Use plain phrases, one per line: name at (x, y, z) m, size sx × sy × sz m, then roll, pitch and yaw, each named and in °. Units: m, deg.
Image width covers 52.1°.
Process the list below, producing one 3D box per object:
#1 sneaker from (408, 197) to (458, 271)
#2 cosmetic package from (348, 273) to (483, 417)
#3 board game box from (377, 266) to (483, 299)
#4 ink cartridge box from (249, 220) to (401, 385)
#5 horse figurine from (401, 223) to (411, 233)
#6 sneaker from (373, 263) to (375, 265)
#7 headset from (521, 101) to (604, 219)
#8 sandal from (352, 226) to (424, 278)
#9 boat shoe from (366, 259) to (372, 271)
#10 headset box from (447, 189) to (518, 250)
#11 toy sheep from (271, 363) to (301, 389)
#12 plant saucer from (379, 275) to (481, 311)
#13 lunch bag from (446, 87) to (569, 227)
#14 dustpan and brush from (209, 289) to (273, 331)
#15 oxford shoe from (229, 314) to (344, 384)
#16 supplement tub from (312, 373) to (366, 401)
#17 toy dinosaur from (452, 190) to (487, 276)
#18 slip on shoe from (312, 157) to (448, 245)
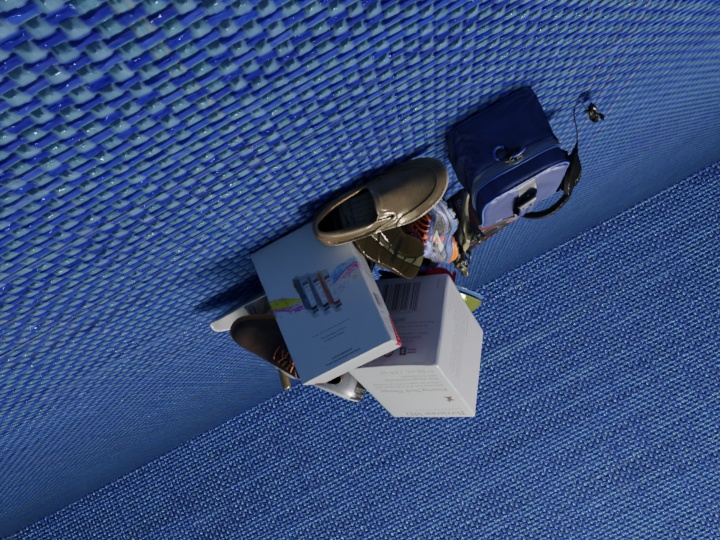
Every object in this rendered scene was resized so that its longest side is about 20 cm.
sneaker at (0.108, -0.061, 1.163) m, size 0.078 × 0.076 × 0.202 m, roll -33°, pitch 144°, yaw -10°
cosmetic package at (0.100, 0.133, 1.258) m, size 0.163 × 0.170 × 0.201 m, roll -6°, pitch 145°, yaw 27°
board game box at (0.128, 0.008, 1.323) m, size 0.196 × 0.040 × 0.157 m, roll 9°, pitch 172°, yaw 39°
ink cartridge box at (-0.046, 0.043, 1.072) m, size 0.142 × 0.204 × 0.145 m, roll -25°, pitch 169°, yaw 6°
horse figurine at (0.104, -0.072, 1.257) m, size 0.197 × 0.050 × 0.135 m, roll -6°, pitch 130°, yaw -45°
sneaker at (0.000, 0.000, 1.293) m, size 0.197 × 0.086 × 0.075 m, roll -31°, pitch 169°, yaw 9°
headset at (0.298, -0.174, 1.146) m, size 0.201 × 0.123 × 0.093 m, roll -52°, pitch 163°, yaw 17°
sandal at (0.032, -0.050, 1.088) m, size 0.199 × 0.054 × 0.083 m, roll 31°, pitch 83°, yaw -52°
boat shoe at (-0.022, 0.034, 1.169) m, size 0.071 × 0.205 × 0.062 m, roll 21°, pitch 159°, yaw -19°
headset box at (0.199, -0.090, 1.396) m, size 0.147 × 0.076 × 0.199 m, roll -15°, pitch 164°, yaw -45°
toy sheep at (-0.104, 0.127, 1.274) m, size 0.196 × 0.142 × 0.137 m, roll -18°, pitch 175°, yaw 32°
plant saucer at (0.126, 0.050, 1.366) m, size 0.195 × 0.032 × 0.200 m, roll 15°, pitch 175°, yaw 1°
lunch bag at (0.204, -0.141, 1.002) m, size 0.134 × 0.135 × 0.200 m, roll -28°, pitch 170°, yaw 6°
dustpan and brush at (-0.162, 0.063, 1.250) m, size 0.137 × 0.058 × 0.200 m, roll -27°, pitch -173°, yaw 9°
oxford shoe at (-0.112, 0.125, 1.158) m, size 0.073 × 0.195 × 0.073 m, roll -98°, pitch -152°, yaw -69°
supplement tub at (-0.019, 0.128, 1.369) m, size 0.123 × 0.120 × 0.205 m, roll 63°, pitch 47°, yaw -80°
toy dinosaur at (0.180, -0.057, 1.253) m, size 0.046 × 0.089 × 0.204 m, roll 2°, pitch 127°, yaw -5°
slip on shoe at (0.026, -0.091, 0.970) m, size 0.195 × 0.078 × 0.061 m, roll -20°, pitch 177°, yaw 5°
